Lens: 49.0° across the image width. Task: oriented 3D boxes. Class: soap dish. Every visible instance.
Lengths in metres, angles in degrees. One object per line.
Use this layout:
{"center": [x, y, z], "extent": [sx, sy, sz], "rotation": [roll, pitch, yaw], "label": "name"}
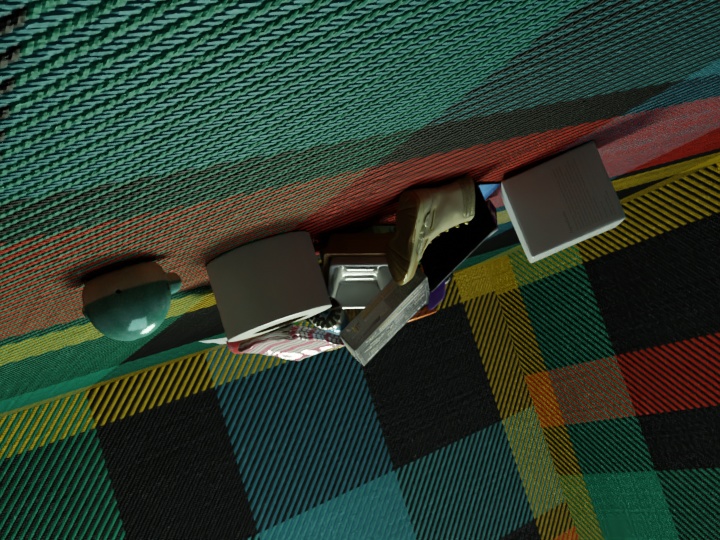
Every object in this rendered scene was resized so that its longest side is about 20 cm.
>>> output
{"center": [0.000, 0.000, 1.570], "extent": [0.153, 0.083, 0.201], "rotation": [-1, 152, -5], "label": "soap dish"}

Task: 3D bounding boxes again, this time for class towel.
{"center": [-0.129, 0.150, 1.567], "extent": [0.144, 0.031, 0.198], "rotation": [-19, 159, 31], "label": "towel"}

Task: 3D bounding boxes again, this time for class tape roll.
{"center": [-0.163, 0.030, 1.414], "extent": [0.198, 0.142, 0.203], "rotation": [-19, 174, -2], "label": "tape roll"}

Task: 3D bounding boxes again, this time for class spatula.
{"center": [0.178, 0.022, 1.674], "extent": [0.057, 0.020, 0.200], "rotation": [-48, -178, 31], "label": "spatula"}

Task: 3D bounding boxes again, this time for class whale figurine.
{"center": [-0.345, 0.055, 1.209], "extent": [0.156, 0.106, 0.200], "rotation": [-19, 174, -8], "label": "whale figurine"}

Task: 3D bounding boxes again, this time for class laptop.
{"center": [0.214, -0.071, 1.585], "extent": [0.114, 0.202, 0.188], "rotation": [23, 124, -33], "label": "laptop"}

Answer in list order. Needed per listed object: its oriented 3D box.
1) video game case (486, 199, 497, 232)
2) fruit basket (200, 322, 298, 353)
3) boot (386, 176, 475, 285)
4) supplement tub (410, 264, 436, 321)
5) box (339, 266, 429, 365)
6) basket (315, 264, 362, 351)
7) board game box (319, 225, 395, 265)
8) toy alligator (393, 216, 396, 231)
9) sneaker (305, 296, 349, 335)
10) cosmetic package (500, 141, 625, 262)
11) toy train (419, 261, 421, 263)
{"center": [0.226, -0.073, 1.762], "extent": [0.180, 0.036, 0.200], "rotation": [-38, -172, 17], "label": "video game case"}
{"center": [-0.230, 0.133, 1.691], "extent": [0.195, 0.096, 0.185], "rotation": [-4, 173, 5], "label": "fruit basket"}
{"center": [0.130, -0.073, 1.437], "extent": [0.153, 0.073, 0.203], "rotation": [-19, 136, -31], "label": "boot"}
{"center": [0.107, 0.017, 1.879], "extent": [0.120, 0.204, 0.123], "rotation": [-19, 174, -2], "label": "supplement tub"}
{"center": [0.051, 0.088, 1.551], "extent": [0.200, 0.048, 0.159], "rotation": [-45, 163, -7], "label": "box"}
{"center": [-0.058, 0.084, 1.964], "extent": [0.140, 0.204, 0.149], "rotation": [-19, 172, -5], "label": "basket"}
{"center": [0.024, -0.045, 1.726], "extent": [0.145, 0.066, 0.199], "rotation": [-21, 174, 30], "label": "board game box"}
{"center": [0.117, -0.089, 1.635], "extent": [0.053, 0.061, 0.199], "rotation": [-20, 175, 18], "label": "toy alligator"}
{"center": [-0.093, 0.076, 1.561], "extent": [0.079, 0.199, 0.090], "rotation": [-49, 139, -6], "label": "sneaker"}
{"center": [0.405, -0.133, 1.604], "extent": [0.196, 0.170, 0.167], "rotation": [-23, 174, 8], "label": "cosmetic package"}
{"center": [0.158, -0.070, 1.747], "extent": [0.056, 0.042, 0.200], "rotation": [-22, -164, 42], "label": "toy train"}
